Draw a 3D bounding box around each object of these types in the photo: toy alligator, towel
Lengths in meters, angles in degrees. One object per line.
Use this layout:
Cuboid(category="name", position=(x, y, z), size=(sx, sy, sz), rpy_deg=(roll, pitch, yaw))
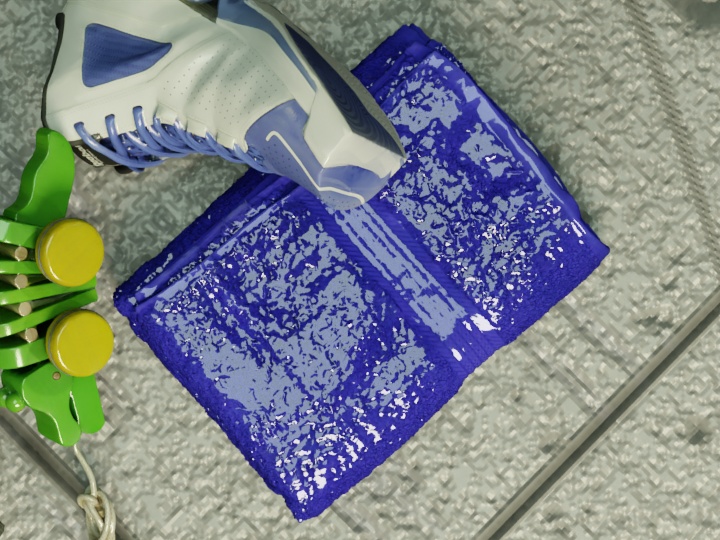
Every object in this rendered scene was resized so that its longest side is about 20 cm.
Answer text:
Cuboid(category="toy alligator", position=(-0.147, 0.037, 1.042), size=(0.054, 0.059, 0.201), rpy_deg=(-12, 106, -29))
Cuboid(category="towel", position=(0.000, 0.000, 1.070), size=(0.200, 0.050, 0.148), rpy_deg=(-42, 86, -2))

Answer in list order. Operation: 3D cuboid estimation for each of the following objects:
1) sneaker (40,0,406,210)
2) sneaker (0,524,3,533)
Cuboid(category="sneaker", position=(-0.076, -0.076, 1.052), size=(0.115, 0.080, 0.199), rpy_deg=(-49, 60, 9))
Cuboid(category="sneaker", position=(-0.209, 0.032, 1.051), size=(0.086, 0.080, 0.201), rpy_deg=(-29, 92, -12))
